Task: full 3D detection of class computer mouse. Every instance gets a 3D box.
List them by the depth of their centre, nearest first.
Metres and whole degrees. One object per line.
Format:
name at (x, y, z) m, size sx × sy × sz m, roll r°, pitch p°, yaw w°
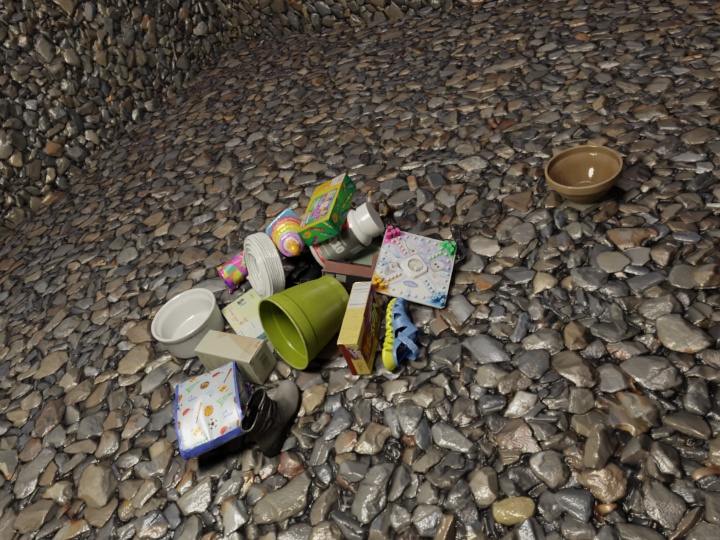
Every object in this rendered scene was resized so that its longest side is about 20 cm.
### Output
computer mouse at (0.199, -0.043, 1.604) m, size 0.196 × 0.046 × 0.142 m, roll -17°, pitch 51°, yaw 8°

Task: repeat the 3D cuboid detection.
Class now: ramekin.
ramekin at (-0.490, 0.156, 1.673) m, size 0.197 × 0.099 × 0.202 m, roll -14°, pitch 39°, yaw 11°

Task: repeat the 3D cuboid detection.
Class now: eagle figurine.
eagle figurine at (0.010, -0.168, 1.749) m, size 0.196 × 0.153 × 0.152 m, roll -6°, pitch 40°, yaw 22°

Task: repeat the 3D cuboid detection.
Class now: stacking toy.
stacking toy at (-0.193, -0.080, 1.614) m, size 0.110 × 0.116 × 0.200 m, roll -43°, pitch 23°, yaw 5°

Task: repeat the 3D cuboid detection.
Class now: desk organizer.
desk organizer at (0.000, 0.000, 1.558) m, size 0.196 × 0.072 × 0.078 m, roll 9°, pitch 60°, yaw 3°

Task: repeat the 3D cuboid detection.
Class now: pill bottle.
pill bottle at (-0.039, -0.099, 1.636) m, size 0.198 × 0.114 × 0.115 m, roll -33°, pitch 35°, yaw 17°

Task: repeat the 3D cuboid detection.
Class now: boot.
boot at (-0.201, 0.307, 1.327) m, size 0.068 × 0.133 × 0.202 m, roll -8°, pitch 41°, yaw 19°
boot at (-0.191, -0.016, 1.735) m, size 0.197 × 0.077 × 0.169 m, roll 9°, pitch 44°, yaw 26°

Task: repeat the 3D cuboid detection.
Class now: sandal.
sandal at (0.104, 0.151, 1.405) m, size 0.085 × 0.080 × 0.203 m, roll -7°, pitch 50°, yaw 14°

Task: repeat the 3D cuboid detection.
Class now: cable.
cable at (-0.278, -0.008, 1.679) m, size 0.068 × 0.202 × 0.201 m, roll -19°, pitch 54°, yaw -24°

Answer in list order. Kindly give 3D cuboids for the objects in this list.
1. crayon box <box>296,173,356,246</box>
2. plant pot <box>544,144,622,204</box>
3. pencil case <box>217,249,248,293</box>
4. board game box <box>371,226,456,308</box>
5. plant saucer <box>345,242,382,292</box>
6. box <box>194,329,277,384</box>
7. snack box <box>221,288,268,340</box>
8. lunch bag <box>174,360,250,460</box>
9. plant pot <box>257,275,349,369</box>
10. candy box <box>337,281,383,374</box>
crayon box at (-0.092, -0.171, 1.617) m, size 0.117 × 0.058 × 0.202 m, roll -20°, pitch 38°, yaw 35°
plant pot at (0.611, -0.249, 1.588) m, size 0.197 × 0.094 × 0.203 m, roll -14°, pitch 40°, yaw 12°
pencil case at (-0.356, -0.021, 1.825) m, size 0.199 × 0.089 × 0.088 m, roll -40°, pitch 41°, yaw -16°
board game box at (0.142, -0.014, 1.516) m, size 0.196 × 0.026 × 0.203 m, roll 14°, pitch 58°, yaw 6°
plant saucer at (0.021, -0.022, 1.659) m, size 0.196 × 0.051 × 0.202 m, roll -14°, pitch 39°, yaw 11°
box at (-0.327, 0.225, 1.517) m, size 0.197 × 0.096 × 0.078 m, roll 7°, pitch 46°, yaw 31°
snack box at (-0.311, 0.138, 1.652) m, size 0.115 × 0.037 × 0.200 m, roll -34°, pitch 40°, yaw -14°
lunch bag at (-0.344, 0.341, 1.371) m, size 0.168 × 0.125 × 0.201 m, roll -24°, pitch 31°, yaw -3°
plant pot at (-0.128, 0.114, 1.486) m, size 0.192 × 0.204 × 0.199 m, roll -33°, pitch 38°, yaw -32°
candy box at (0.004, 0.140, 1.429) m, size 0.055 × 0.118 × 0.202 m, roll -5°, pitch 41°, yaw 21°
